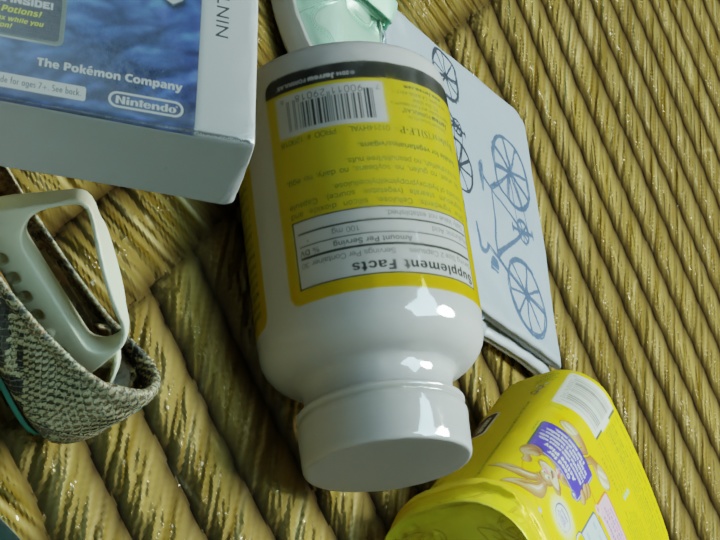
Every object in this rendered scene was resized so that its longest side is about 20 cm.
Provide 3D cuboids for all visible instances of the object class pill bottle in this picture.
[{"bbox_3d":[0.000,0.000,1.025,0.111,0.111,0.201,27,50,-54],"label":"pill bottle"}]

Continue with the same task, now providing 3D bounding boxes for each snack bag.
[{"bbox_3d":[0.060,-0.049,1.273,0.200,0.021,0.189,34,43,-51],"label":"snack bag"}]

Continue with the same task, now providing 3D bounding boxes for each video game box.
[{"bbox_3d":[-0.136,-0.125,0.797,0.199,0.047,0.183,9,53,-15],"label":"video game box"}]

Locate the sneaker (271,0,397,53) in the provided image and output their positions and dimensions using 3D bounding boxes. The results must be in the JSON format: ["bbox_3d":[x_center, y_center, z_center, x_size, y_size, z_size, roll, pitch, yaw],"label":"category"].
[{"bbox_3d":[0.015,-0.182,1.169,0.074,0.118,0.201,35,45,-52],"label":"sneaker"}]

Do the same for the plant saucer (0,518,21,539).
[{"bbox_3d":[-0.115,0.128,0.671,0.027,0.200,0.201,-39,112,-23],"label":"plant saucer"}]

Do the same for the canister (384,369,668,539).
[{"bbox_3d":[0.096,0.152,1.135,0.149,0.086,0.200,66,25,-9],"label":"canister"}]

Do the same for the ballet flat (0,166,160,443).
[{"bbox_3d":[-0.139,-0.022,0.813,0.200,0.075,0.068,58,26,-22],"label":"ballet flat"}]
